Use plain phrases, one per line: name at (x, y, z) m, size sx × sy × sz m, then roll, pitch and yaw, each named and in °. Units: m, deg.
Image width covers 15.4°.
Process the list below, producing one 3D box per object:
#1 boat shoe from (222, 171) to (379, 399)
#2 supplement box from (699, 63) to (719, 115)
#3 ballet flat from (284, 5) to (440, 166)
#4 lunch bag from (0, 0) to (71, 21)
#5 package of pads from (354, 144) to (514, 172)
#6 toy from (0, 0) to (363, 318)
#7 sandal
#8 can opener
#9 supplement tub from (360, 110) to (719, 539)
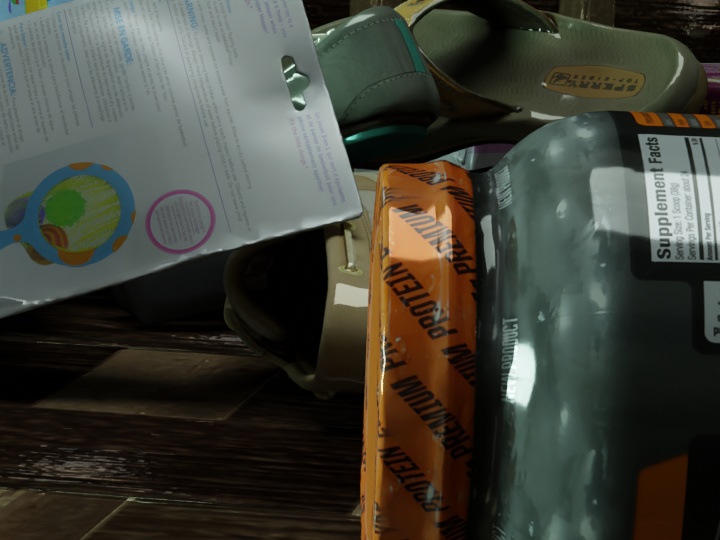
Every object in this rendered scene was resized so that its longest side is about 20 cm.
boat shoe at (-0.014, 0.002, 0.925) m, size 0.069 × 0.074 × 0.200 m, roll 6°, pitch 7°, yaw -19°
supplement box at (0.175, -0.036, 1.162) m, size 0.131 × 0.103 × 0.200 m, roll -1°, pitch 7°, yaw -26°
ballet flat at (-0.057, -0.053, 1.097) m, size 0.200 × 0.064 × 0.067 m, roll -23°, pitch -12°, yaw 27°
lunch bag at (-0.173, -0.114, 1.213) m, size 0.150 × 0.200 × 0.094 m, roll -2°, pitch -2°, yaw -12°
package of pads at (0.108, -0.069, 1.506) m, size 0.200 × 0.076 × 0.120 m, roll -3°, pitch 10°, yaw -33°
toy at (-0.107, -0.032, 0.913) m, size 0.200 × 0.115 × 0.047 m, roll -14°, pitch -27°, yaw -4°
sandal at (0.045, -0.085, 1.102) m, size 0.200 × 0.080 × 0.054 m, roll 4°, pitch -33°, yaw 30°
can opener at (0.000, 0.000, 1.079) m, size 0.200 × 0.067 × 0.053 m, roll -14°, pitch 12°, yaw -16°
supplement tub at (0.101, 0.028, 0.573) m, size 0.200 × 0.123 × 0.123 m, roll 2°, pitch 7°, yaw -1°
